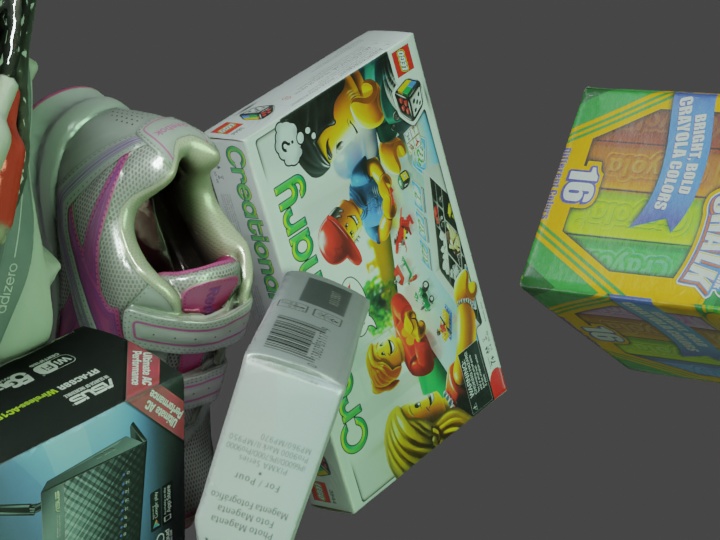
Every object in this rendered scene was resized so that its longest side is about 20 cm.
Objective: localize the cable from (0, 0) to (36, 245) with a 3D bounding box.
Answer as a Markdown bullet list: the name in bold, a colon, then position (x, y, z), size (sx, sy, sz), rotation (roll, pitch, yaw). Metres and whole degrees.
- **cable**: position (-0.127, -0.090, 0.913), size (0.200, 0.050, 0.097), rotation (-68, 153, -13)

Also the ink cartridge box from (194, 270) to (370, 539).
- **ink cartridge box**: position (-0.051, 0.112, 1.060), size (0.163, 0.057, 0.200), rotation (-74, -174, -77)

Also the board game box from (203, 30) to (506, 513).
- **board game box**: position (0.000, 0.000, 1.178), size (0.126, 0.035, 0.201), rotation (-36, 119, -39)

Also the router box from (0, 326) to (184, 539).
- **router box**: position (-0.143, 0.141, 0.984), size (0.150, 0.062, 0.201), rotation (-26, 127, -42)

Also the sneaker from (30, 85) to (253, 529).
- **sneaker**: position (-0.091, 0.022, 1.041), size (0.081, 0.088, 0.201), rotation (-25, 113, -43)

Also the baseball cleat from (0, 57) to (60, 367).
- **baseball cleat**: position (-0.174, -0.043, 0.958), size (0.106, 0.070, 0.201), rotation (-28, 113, -43)

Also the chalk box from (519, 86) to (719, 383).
- **chalk box**: position (0.209, -0.014, 1.284), size (0.124, 0.200, 0.125), rotation (35, 68, -44)
